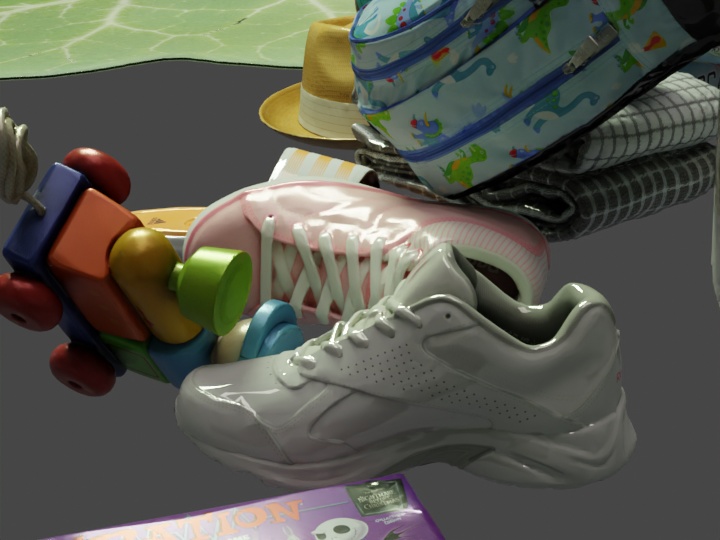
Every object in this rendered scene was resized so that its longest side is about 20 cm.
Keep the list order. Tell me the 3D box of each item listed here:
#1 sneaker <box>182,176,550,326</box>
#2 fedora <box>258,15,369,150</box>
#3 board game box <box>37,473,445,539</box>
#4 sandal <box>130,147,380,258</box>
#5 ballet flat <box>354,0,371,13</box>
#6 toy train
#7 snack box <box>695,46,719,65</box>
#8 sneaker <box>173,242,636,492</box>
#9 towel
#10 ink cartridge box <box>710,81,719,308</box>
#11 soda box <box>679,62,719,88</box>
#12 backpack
[{"bbox_3d":[0.000,0.000,0.771,0.197,0.076,0.105,3,16,4],"label":"sneaker"},{"bbox_3d":[0.011,-0.154,1.161,0.198,0.083,0.201,-3,21,1],"label":"fedora"},{"bbox_3d":[-0.061,0.125,0.528,0.197,0.033,0.120,-9,17,-14],"label":"board game box"},{"bbox_3d":[-0.055,-0.042,0.910,0.204,0.060,0.079,0,20,6],"label":"sandal"},{"bbox_3d":[0.093,-0.147,0.924,0.198,0.070,0.071,14,5,23],"label":"ballet flat"},{"bbox_3d":[-0.100,-0.005,0.666,0.114,0.201,0.085,16,66,21],"label":"toy train"},{"bbox_3d":[0.229,-0.196,1.066,0.167,0.069,0.200,11,22,22],"label":"snack box"},{"bbox_3d":[0.017,0.036,0.642,0.197,0.101,0.078,-3,20,2],"label":"sneaker"},{"bbox_3d":[0.110,-0.082,0.951,0.199,0.087,0.164,19,26,42],"label":"towel"},{"bbox_3d":[0.278,-0.041,0.740,0.197,0.149,0.145,0,21,9],"label":"ink cartridge box"},{"bbox_3d":[0.215,-0.128,1.095,0.068,0.064,0.199,17,28,42],"label":"soda box"},{"bbox_3d":[0.090,-0.127,0.786,0.153,0.200,0.164,34,30,-15],"label":"backpack"}]
